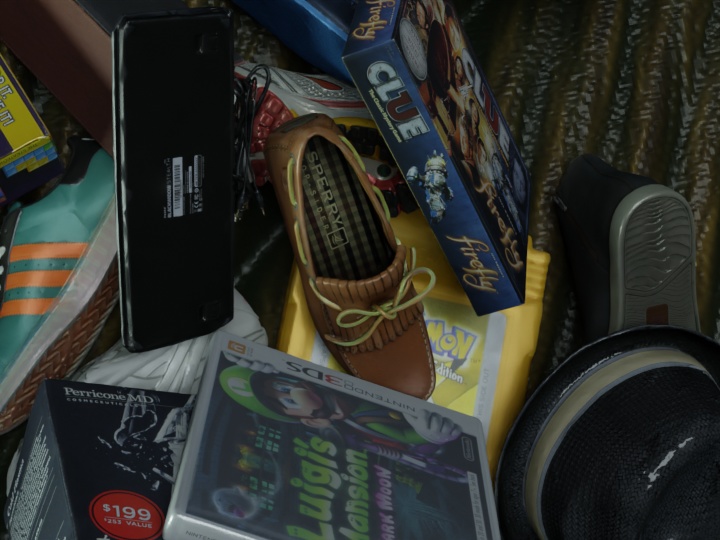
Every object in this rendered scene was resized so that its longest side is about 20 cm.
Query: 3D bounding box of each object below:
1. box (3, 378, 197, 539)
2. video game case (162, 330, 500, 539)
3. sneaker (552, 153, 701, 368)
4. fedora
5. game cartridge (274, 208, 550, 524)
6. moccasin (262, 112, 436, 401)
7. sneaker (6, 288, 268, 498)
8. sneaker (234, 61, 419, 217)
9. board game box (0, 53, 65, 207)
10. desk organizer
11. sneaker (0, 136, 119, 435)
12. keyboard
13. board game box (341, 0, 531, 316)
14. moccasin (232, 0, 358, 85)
[{"bbox_3d":[-0.082,0.161,0.708,0.199,0.182,0.105,10,115,-27],"label":"box"},{"bbox_3d":[-0.009,0.112,0.715,0.181,0.200,0.023,19,113,-8],"label":"video game case"},{"bbox_3d":[0.180,0.023,0.883,0.074,0.106,0.201,-5,113,-14],"label":"sneaker"},{"bbox_3d":[0.184,0.139,0.815,0.199,0.092,0.202,-5,110,-14],"label":"fedora"},{"bbox_3d":[0.030,0.057,0.864,0.175,0.032,0.201,12,82,-9],"label":"game cartridge"},{"bbox_3d":[0.002,-0.001,0.795,0.073,0.078,0.202,-19,108,-10],"label":"moccasin"},{"bbox_3d":[-0.132,0.086,0.805,0.200,0.078,0.099,-46,101,-16],"label":"sneaker"},{"bbox_3d":[-0.040,-0.096,0.856,0.199,0.082,0.078,21,123,4],"label":"sneaker"},{"bbox_3d":[-0.304,-0.107,0.785,0.165,0.057,0.200,-30,72,-14],"label":"board game box"},{"bbox_3d":[-0.173,-0.158,0.819,0.200,0.077,0.072,45,43,20],"label":"desk organizer"},{"bbox_3d":[-0.201,0.007,0.814,0.080,0.071,0.201,30,81,10],"label":"sneaker"},{"bbox_3d":[-0.106,-0.056,0.760,0.104,0.040,0.201,-12,115,-36],"label":"keyboard"},{"bbox_3d":[0.055,-0.091,0.795,0.034,0.136,0.200,-15,126,22],"label":"board game box"},{"bbox_3d":[-0.044,-0.199,0.838,0.200,0.081,0.068,40,73,15],"label":"moccasin"}]
